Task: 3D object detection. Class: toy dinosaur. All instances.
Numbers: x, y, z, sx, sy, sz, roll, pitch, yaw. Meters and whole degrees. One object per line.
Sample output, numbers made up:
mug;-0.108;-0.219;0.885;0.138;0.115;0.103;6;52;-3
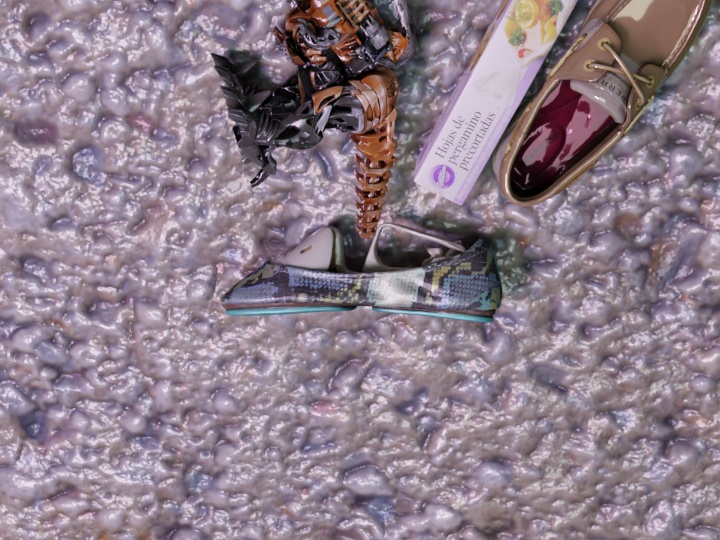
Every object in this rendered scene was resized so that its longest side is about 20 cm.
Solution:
toy dinosaur;-0.021;-0.117;1.014;0.135;0.102;0.202;-17;92;-4

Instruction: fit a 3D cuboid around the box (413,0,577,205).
box;0.096;-0.138;1.014;0.038;0.042;0.201;26;117;-5

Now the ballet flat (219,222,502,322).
ballet flat;0.000;0.000;1.087;0.198;0.074;0.075;1;116;4

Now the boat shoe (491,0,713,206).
boat shoe;0.158;-0.118;1.001;0.074;0.067;0.201;31;115;-9
